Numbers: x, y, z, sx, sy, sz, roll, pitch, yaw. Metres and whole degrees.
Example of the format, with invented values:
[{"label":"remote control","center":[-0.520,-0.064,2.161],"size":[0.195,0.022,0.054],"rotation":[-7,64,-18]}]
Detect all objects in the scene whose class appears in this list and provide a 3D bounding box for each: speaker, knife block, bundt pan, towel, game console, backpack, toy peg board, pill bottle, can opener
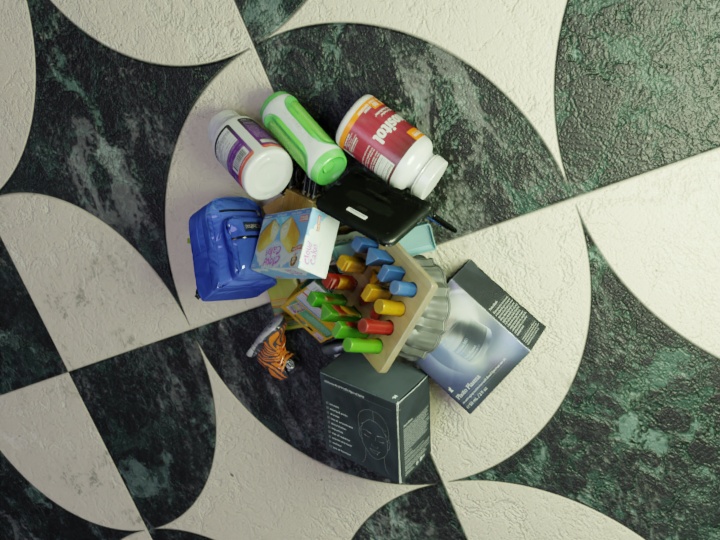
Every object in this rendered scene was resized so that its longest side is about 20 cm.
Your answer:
[{"label":"speaker","center":[-0.112,-0.257,1.585],"size":[0.200,0.088,0.089],"rotation":[50,126,25]},{"label":"knife block","center":[-0.105,-0.129,1.674],"size":[0.174,0.064,0.202],"rotation":[-23,97,34]},{"label":"bundt pan","center":[0.077,0.066,1.538],"size":[0.201,0.075,0.206],"rotation":[-17,69,52]},{"label":"towel","center":[-0.169,0.033,1.804],"size":[0.085,0.018,0.203],"rotation":[-8,105,27]},{"label":"game console","center":[0.048,-0.097,1.494],"size":[0.199,0.175,0.117],"rotation":[30,149,37]},{"label":"backpack","center":[-0.259,-0.055,1.715],"size":[0.167,0.161,0.203],"rotation":[-28,70,42]},{"label":"toy peg board","center":[0.007,0.044,1.478],"size":[0.200,0.097,0.201],"rotation":[48,118,38]},{"label":"pill bottle","center":[-0.228,-0.239,1.636],"size":[0.200,0.110,0.113],"rotation":[47,129,38]},{"label":"pill bottle","center":[0.060,-0.225,1.519],"size":[0.199,0.113,0.114],"rotation":[38,122,9]},{"label":"can opener","center":[0.011,0.148,1.728],"size":[0.198,0.066,0.053],"rotation":[-23,97,28]}]

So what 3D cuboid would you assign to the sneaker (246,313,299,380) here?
[{"label":"sneaker","center":[-0.176,0.173,1.819],"size":[0.112,0.078,0.200],"rotation":[40,149,-1]}]

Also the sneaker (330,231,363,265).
[{"label":"sneaker","center":[-0.026,-0.038,1.626],"size":[0.197,0.085,0.074],"rotation":[-6,106,26]}]

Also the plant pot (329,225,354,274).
[{"label":"plant pot","center":[0.000,0.000,1.693],"size":[0.197,0.027,0.203],"rotation":[10,114,24]}]

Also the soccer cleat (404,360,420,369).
[{"label":"soccer cleat","center":[0.075,0.242,1.728],"size":[0.077,0.069,0.202],"rotation":[34,125,15]}]

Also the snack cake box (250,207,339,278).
[{"label":"snack cake box","center":[-0.128,-0.048,1.564],"size":[0.199,0.067,0.117],"rotation":[-2,70,57]}]

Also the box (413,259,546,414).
[{"label":"box","center":[0.210,0.128,1.575],"size":[0.198,0.123,0.201],"rotation":[42,123,9]}]

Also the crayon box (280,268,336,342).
[{"label":"crayon box","center":[-0.076,0.073,1.702],"size":[0.125,0.052,0.200],"rotation":[42,150,-9]}]

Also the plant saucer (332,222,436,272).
[{"label":"plant saucer","center":[0.044,-0.046,1.578],"size":[0.197,0.019,0.070],"rotation":[-13,134,9]}]

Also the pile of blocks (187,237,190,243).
[{"label":"pile of blocks","center":[-0.349,-0.028,1.835],"size":[0.061,0.082,0.203],"rotation":[-6,107,29]}]

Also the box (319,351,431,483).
[{"label":"box","center":[0.031,0.287,1.659],"size":[0.198,0.124,0.199],"rotation":[17,126,33]}]
